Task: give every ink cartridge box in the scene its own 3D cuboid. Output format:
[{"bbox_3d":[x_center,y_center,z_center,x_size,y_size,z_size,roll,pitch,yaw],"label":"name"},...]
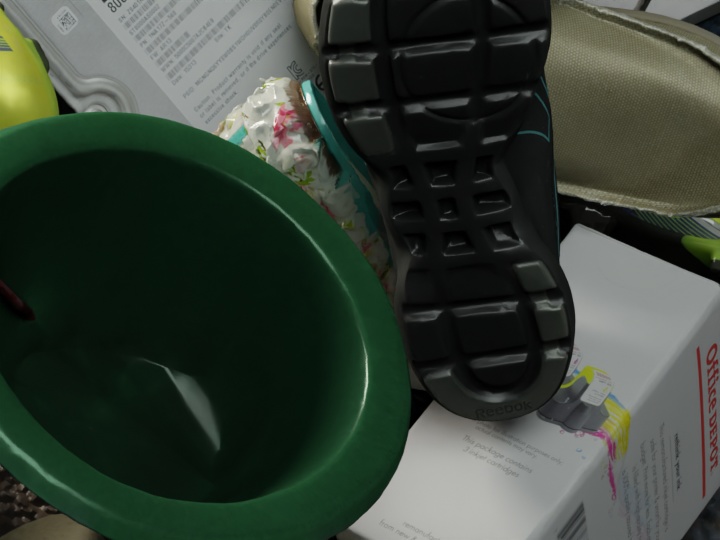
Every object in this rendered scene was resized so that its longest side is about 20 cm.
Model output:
[{"bbox_3d":[0.080,0.068,0.951,0.068,0.115,0.200,25,57,27],"label":"ink cartridge box"}]

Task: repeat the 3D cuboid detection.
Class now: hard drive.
[{"bbox_3d":[-0.058,-0.096,0.975,0.140,0.038,0.200,-47,113,-16],"label":"hard drive"}]

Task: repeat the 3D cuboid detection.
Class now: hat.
[{"bbox_3d":[-0.090,0.060,0.855,0.200,0.176,0.166,-13,64,-42],"label":"hat"}]

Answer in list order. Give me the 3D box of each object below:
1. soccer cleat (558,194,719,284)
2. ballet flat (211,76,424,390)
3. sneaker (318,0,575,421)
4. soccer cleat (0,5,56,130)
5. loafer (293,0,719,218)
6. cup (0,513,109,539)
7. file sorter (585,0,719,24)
[{"bbox_3d":[0.147,-0.022,1.049,0.200,0.065,0.084,20,58,-1],"label":"soccer cleat"},{"bbox_3d":[0.000,0.000,0.966,0.064,0.200,0.076,-33,42,10],"label":"ballet flat"},{"bbox_3d":[0.028,-0.050,0.858,0.075,0.200,0.079,-5,26,3],"label":"sneaker"},{"bbox_3d":[-0.192,-0.090,0.880,0.200,0.065,0.084,37,28,16],"label":"soccer cleat"},{"bbox_3d":[0.062,-0.066,0.930,0.200,0.076,0.068,19,20,9],"label":"loafer"},{"bbox_3d":[-0.072,0.161,0.853,0.143,0.201,0.200,32,58,34],"label":"cup"},{"bbox_3d":[0.130,-0.194,1.101,0.200,0.125,0.139,-26,71,-23],"label":"file sorter"}]
